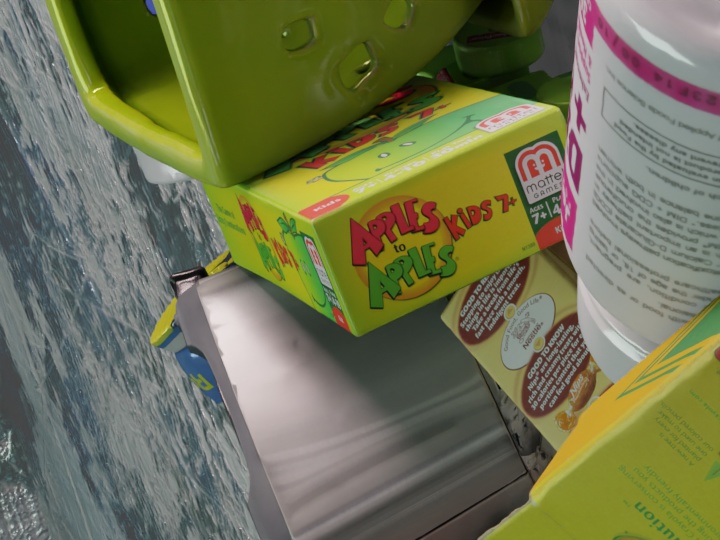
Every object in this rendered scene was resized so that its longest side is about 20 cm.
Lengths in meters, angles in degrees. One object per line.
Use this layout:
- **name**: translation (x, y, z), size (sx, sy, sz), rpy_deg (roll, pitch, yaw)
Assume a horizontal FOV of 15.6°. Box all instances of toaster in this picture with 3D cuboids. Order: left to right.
- **toaster**: translation (0.007, 0.055, 1.120), size (0.114, 0.129, 0.200), rpy_deg (63, -178, -52)

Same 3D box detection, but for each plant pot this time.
- **plant pot**: translation (-0.037, -0.168, 1.095), size (0.200, 0.181, 0.199), rpy_deg (32, 141, 65)

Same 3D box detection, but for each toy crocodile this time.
- **toy crocodile**: translation (0.072, -0.056, 1.109), size (0.200, 0.062, 0.068), rpy_deg (42, 151, 56)

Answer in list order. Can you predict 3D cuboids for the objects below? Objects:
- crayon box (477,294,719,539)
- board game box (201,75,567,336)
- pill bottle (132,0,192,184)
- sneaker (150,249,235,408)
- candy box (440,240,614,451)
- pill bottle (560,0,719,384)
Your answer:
- **crayon box**: translation (0.143, 0.066, 0.819), size (0.127, 0.051, 0.200), rpy_deg (43, 131, -3)
- **board game box**: translation (0.009, -0.031, 1.028), size (0.048, 0.101, 0.200), rpy_deg (67, 169, -14)
- **pill bottle**: translation (-0.116, -0.156, 1.503), size (0.112, 0.112, 0.200), rpy_deg (23, 134, 68)
- **sneaker**: translation (0.000, 0.000, 1.231), size (0.082, 0.200, 0.074), rpy_deg (53, -164, -9)
- **candy box**: translation (0.127, 0.064, 0.989), size (0.115, 0.055, 0.200), rpy_deg (21, -161, -39)
- **pill bottle**: translation (0.123, -0.043, 0.857), size (0.113, 0.113, 0.200), rpy_deg (57, 162, 32)
